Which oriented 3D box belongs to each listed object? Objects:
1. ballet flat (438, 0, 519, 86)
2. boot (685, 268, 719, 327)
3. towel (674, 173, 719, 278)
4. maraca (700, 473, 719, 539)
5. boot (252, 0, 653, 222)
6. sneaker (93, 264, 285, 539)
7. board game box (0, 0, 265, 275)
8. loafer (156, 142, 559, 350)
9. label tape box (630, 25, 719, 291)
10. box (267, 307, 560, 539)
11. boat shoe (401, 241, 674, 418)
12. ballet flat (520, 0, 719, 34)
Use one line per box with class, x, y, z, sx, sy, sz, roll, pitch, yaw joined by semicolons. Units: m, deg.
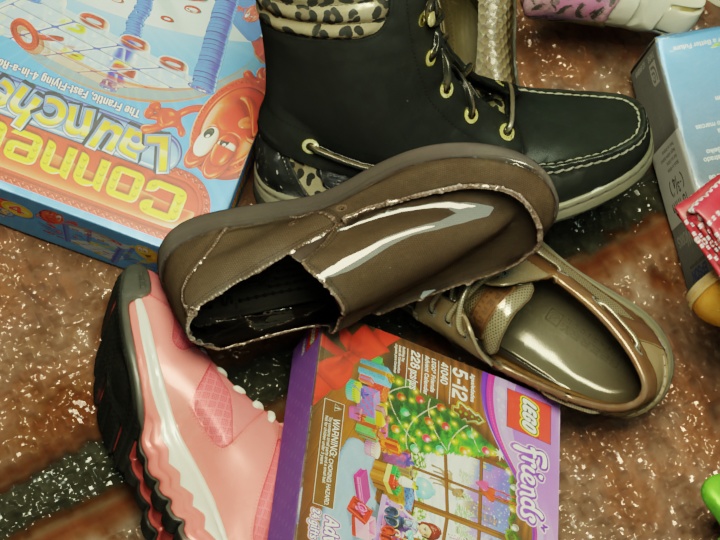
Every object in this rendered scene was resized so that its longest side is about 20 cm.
ballet flat;0.056;-0.125;1.150;0.046;0.067;0.200;-5;79;-16
boot;0.268;0.052;1.049;0.201;0.071;0.144;-6;66;-19
towel;0.261;0.012;1.020;0.145;0.022;0.200;-35;85;-17
maraca;0.260;0.155;1.064;0.200;0.107;0.137;40;57;11
boot;0.043;-0.096;1.036;0.203;0.154;0.074;-5;44;-1
sneaker;-0.073;0.088;1.062;0.087;0.074;0.200;-8;63;-26
board game box;-0.140;-0.114;1.123;0.200;0.056;0.196;20;70;-1
loafer;0.000;0.000;1.026;0.200;0.073;0.071;-16;40;11
label tape box;0.240;-0.035;1.144;0.144;0.063;0.200;-11;78;-11
box;0.026;0.122;1.018;0.137;0.039;0.200;22;43;-16
boat shoe;0.070;0.011;1.089;0.200;0.072;0.076;27;100;5
ballet flat;0.172;-0.167;1.159;0.200;0.069;0.071;-32;80;-36
